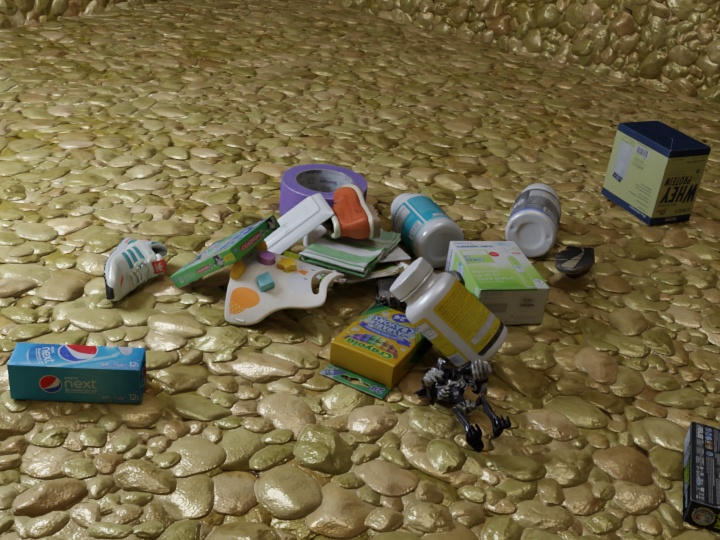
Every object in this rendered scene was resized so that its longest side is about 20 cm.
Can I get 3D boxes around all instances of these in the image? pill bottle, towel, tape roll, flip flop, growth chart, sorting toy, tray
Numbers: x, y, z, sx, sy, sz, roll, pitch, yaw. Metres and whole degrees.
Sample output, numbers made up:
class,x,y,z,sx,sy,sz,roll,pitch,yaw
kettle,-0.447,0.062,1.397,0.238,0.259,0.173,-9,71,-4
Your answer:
class,x,y,z,sx,sy,sz,roll,pitch,yaw
pill bottle,0.136,-0.097,1.923,0.111,0.111,0.200,-6,31,-21
towel,-0.019,-0.049,1.789,0.152,0.023,0.200,14,28,19
tape roll,-0.086,-0.170,2.036,0.200,0.085,0.200,6,29,-3
pill bottle,0.149,0.074,1.527,0.200,0.111,0.111,44,31,-6
flip flop,0.465,-0.014,1.910,0.081,0.058,0.200,10,14,16
growth chart,0.000,0.000,1.779,0.200,0.018,0.145,-11,15,-22
sorting toy,-0.132,0.020,1.645,0.180,0.107,0.200,9,29,15
pill bottle,0.399,-0.120,2.019,0.114,0.114,0.200,13,29,11
tray,-0.153,-0.085,1.812,0.200,0.022,0.107,-37,36,1

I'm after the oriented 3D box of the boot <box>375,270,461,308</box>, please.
class,x,y,z,sx,sy,sz,roll,pitch,yaw
boot,0.116,0.059,1.699,0.174,0.069,0.200,-3,26,-7

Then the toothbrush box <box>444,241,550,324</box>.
class,x,y,z,sx,sy,sz,roll,pitch,yaw
toothbrush box,0.268,0.022,1.764,0.145,0.086,0.200,0,28,-13

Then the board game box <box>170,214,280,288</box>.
class,x,y,z,sx,sy,sz,roll,pitch,yaw
board game box,-0.258,-0.036,1.672,0.200,0.029,0.135,-20,18,44

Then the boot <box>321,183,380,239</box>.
class,x,y,z,sx,sy,sz,roll,pitch,yaw
boot,-0.038,-0.124,1.844,0.107,0.075,0.200,-9,28,-15

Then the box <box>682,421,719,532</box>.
class,x,y,z,sx,sy,sz,roll,pitch,yaw
box,0.573,0.321,1.330,0.160,0.044,0.200,15,30,13

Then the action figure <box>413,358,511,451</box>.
class,x,y,z,sx,sy,sz,roll,pitch,yaw
action figure,0.160,0.191,1.421,0.119,0.102,0.200,-18,37,-18

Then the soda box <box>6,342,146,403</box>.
class,x,y,z,sx,sy,sz,roll,pitch,yaw
soda box,-0.439,0.160,1.380,0.200,0.068,0.064,3,29,-7

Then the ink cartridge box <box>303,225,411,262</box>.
class,x,y,z,sx,sy,sz,roll,pitch,yaw
ink cartridge box,-0.011,-0.042,1.854,0.162,0.057,0.200,-8,34,-24

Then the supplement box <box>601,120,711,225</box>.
class,x,y,z,sx,sy,sz,roll,pitch,yaw
supplement box,0.743,-0.250,2.236,0.134,0.200,0.200,-7,32,-24

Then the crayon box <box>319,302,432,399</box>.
class,x,y,z,sx,sy,sz,roll,pitch,yaw
crayon box,0.033,0.135,1.543,0.126,0.052,0.200,19,32,22

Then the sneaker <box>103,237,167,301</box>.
class,x,y,z,sx,sy,sz,roll,pitch,yaw
sneaker,-0.423,-0.007,1.681,0.093,0.070,0.200,1,26,1
